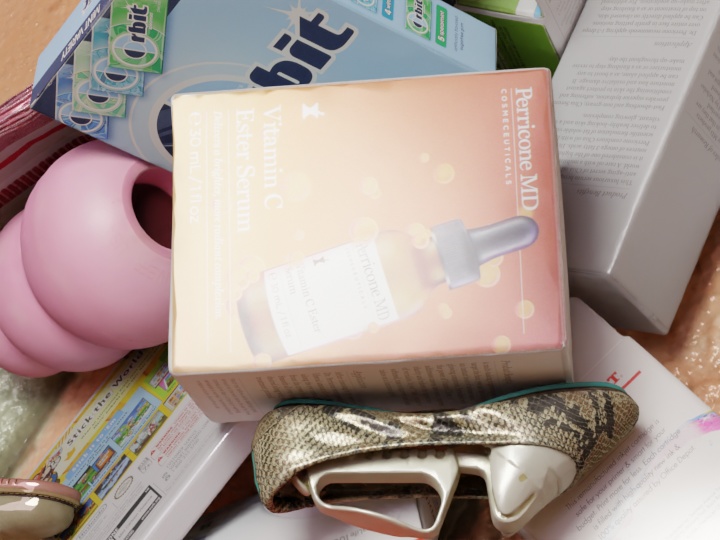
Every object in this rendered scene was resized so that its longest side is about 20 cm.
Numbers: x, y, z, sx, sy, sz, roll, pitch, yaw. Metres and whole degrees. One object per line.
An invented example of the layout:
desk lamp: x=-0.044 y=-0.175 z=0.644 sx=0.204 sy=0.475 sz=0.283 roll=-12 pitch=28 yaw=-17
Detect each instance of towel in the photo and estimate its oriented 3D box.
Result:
towel: x=-0.203 y=-0.047 z=1.299 sx=0.144 sy=0.200 sz=0.023 roll=-35 pitch=72 yaw=2

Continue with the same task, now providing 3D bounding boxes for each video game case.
video game case: x=-0.110 y=0.087 z=1.233 sx=0.200 sy=0.023 sz=0.182 roll=-52 pitch=27 yaw=-6

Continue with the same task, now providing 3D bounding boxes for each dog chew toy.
dog chew toy: x=-0.166 y=0.003 z=1.279 sx=0.200 sy=0.124 sz=0.125 roll=-32 pitch=47 yaw=45

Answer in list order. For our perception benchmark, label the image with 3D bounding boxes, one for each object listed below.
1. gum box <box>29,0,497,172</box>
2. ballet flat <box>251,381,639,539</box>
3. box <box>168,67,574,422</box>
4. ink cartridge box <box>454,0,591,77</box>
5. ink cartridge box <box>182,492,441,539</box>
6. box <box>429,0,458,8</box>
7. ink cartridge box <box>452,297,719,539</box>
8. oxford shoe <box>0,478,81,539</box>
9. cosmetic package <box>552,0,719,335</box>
gum box: x=-0.054 y=-0.111 z=1.170 sx=0.170 sy=0.199 sz=0.045 roll=-43 pitch=33 yaw=42
ballet flat: x=0.043 y=0.102 z=1.081 sx=0.199 sy=0.068 sz=0.076 roll=-3 pitch=50 yaw=3
box: x=0.007 y=-0.011 z=1.111 sx=0.199 sy=0.106 sz=0.153 roll=-4 pitch=72 yaw=6
ink cartridge box: x=0.101 y=-0.213 z=1.251 sx=0.075 sy=0.200 sz=0.148 roll=14 pitch=69 yaw=29
ink cartridge box: x=-0.038 y=0.155 z=1.126 sx=0.162 sy=0.200 sz=0.057 roll=-23 pitch=95 yaw=10
box: x=-0.042 y=-0.214 z=1.210 sx=0.199 sy=0.049 sz=0.162 roll=-5 pitch=59 yaw=14
ink cartridge box: x=0.146 y=0.120 z=1.128 sx=0.117 sy=0.067 sz=0.200 roll=-43 pitch=56 yaw=-3
oxford shoe: x=-0.242 y=0.170 z=1.231 sx=0.199 sy=0.071 sz=0.074 roll=-21 pitch=62 yaw=27
cosmetic package: x=0.155 y=-0.071 z=1.215 sx=0.101 sy=0.071 sz=0.201 roll=8 pitch=65 yaw=45
